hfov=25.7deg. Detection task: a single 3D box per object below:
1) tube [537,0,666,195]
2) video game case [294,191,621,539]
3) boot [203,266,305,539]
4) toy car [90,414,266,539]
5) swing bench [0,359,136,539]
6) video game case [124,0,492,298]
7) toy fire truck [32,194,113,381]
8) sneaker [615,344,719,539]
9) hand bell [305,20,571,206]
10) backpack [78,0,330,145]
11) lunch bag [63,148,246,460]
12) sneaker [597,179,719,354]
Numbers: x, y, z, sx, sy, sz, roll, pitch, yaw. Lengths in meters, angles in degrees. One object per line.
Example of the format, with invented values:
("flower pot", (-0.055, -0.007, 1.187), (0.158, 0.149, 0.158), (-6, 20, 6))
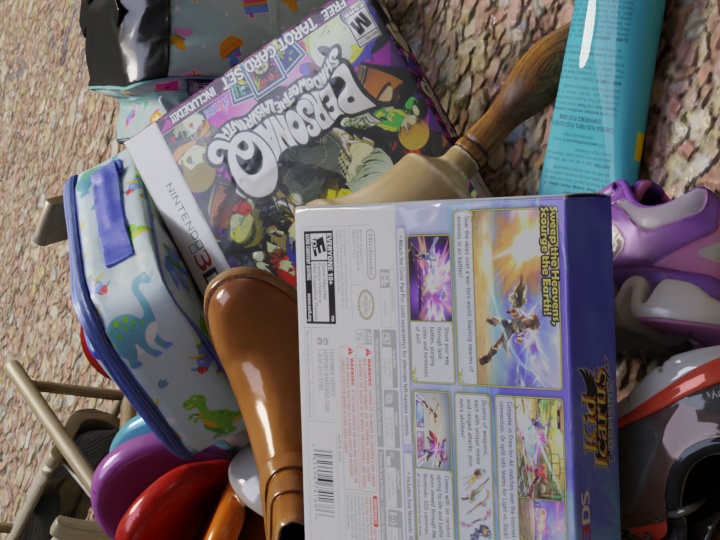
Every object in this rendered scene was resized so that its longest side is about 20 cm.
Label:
("tube", (0.142, -0.118, 0.906), (0.077, 0.050, 0.202), (17, 99, 57))
("video game case", (0.047, 0.064, 0.811), (0.180, 0.045, 0.202), (0, 92, 43))
("boot", (-0.047, 0.111, 0.952), (0.156, 0.076, 0.202), (-81, -24, -65))
("toy car", (-0.118, 0.170, 1.127), (0.176, 0.149, 0.200), (-65, 32, 20))
("swing bench", (-0.264, 0.222, 1.382), (0.200, 0.129, 0.201), (-57, 41, 29))
("video game case", (-0.032, -0.057, 1.023), (0.199, 0.036, 0.182), (-31, 81, 16))
("toy fire truck", (-0.182, 0.006, 1.245), (0.128, 0.198, 0.178), (13, 90, 61))
("sneaker", (0.137, 0.116, 0.800), (0.200, 0.076, 0.083), (-47, 49, 43))
("hand bell", (0.072, -0.075, 0.939), (0.200, 0.104, 0.104), (-47, 32, -5))
("backpack", (-0.091, -0.157, 1.159), (0.176, 0.198, 0.155), (-174, 76, -68))
("lunch bag", (-0.140, 0.016, 1.089), (0.082, 0.161, 0.201), (-26, 38, 4))
("sneaker", (0.133, -0.004, 0.854), (0.199, 0.080, 0.089), (-1, 71, 54))
